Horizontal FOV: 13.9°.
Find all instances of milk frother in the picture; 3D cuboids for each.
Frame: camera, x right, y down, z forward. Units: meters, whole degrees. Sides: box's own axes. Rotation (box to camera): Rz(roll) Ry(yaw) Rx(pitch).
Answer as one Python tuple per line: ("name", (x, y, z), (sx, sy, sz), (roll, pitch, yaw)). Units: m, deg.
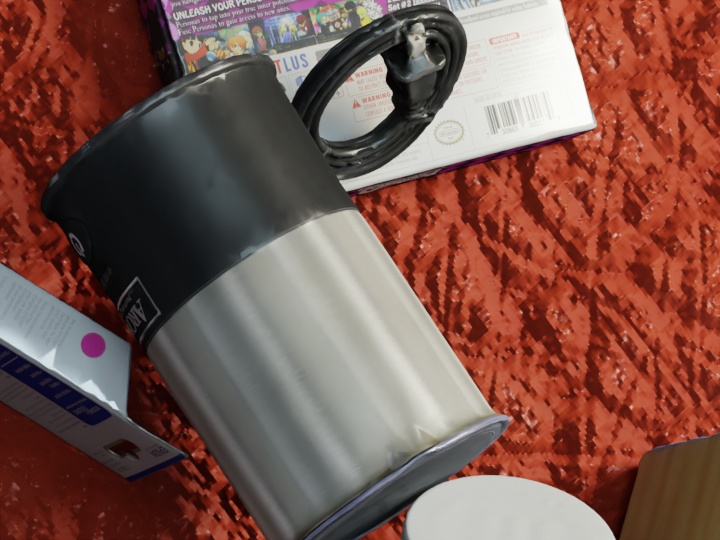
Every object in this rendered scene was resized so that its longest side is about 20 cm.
("milk frother", (0.000, 0.000, 1.258), (0.200, 0.181, 0.188), (-33, 80, -3))

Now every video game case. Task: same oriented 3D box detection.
("video game case", (-0.005, -0.128, 1.391), (0.199, 0.036, 0.182), (-16, 87, -21))

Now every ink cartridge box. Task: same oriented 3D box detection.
("ink cartridge box", (-0.164, 0.023, 1.277), (0.200, 0.095, 0.037), (35, 70, -11))

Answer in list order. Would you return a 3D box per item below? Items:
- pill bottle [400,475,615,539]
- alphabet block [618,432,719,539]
("pill bottle", (0.051, 0.195, 1.264), (0.109, 0.110, 0.201), (-4, 122, -20))
("alphabet block", (0.218, 0.195, 1.328), (0.195, 0.196, 0.201), (20, 75, -13))
